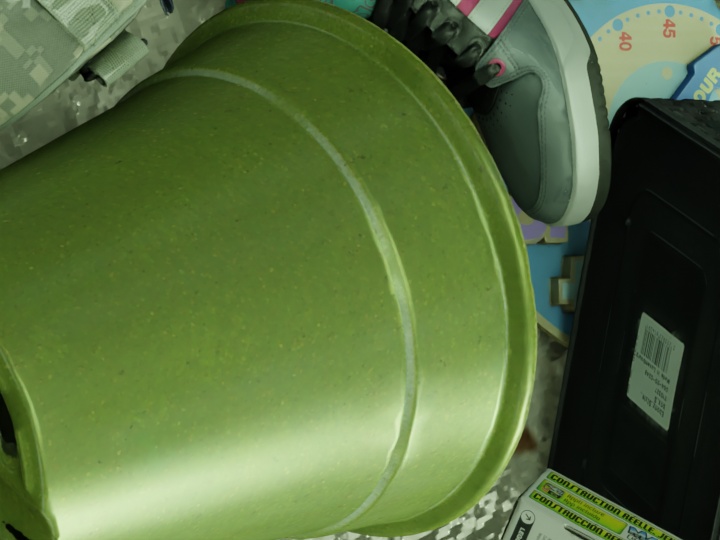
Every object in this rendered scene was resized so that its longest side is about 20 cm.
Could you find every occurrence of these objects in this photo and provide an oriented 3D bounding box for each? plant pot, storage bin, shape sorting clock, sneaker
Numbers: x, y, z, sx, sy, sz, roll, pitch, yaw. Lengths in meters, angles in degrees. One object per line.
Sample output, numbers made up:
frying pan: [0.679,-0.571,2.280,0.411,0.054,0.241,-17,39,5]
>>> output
plant pot: [-0.075,0.027,0.905,0.190,0.199,0.201,-23,101,-43]
storage bin: [0.151,0.043,1.054,0.093,0.135,0.201,0,111,-23]
shape sorting clock: [0.128,-0.058,1.127,0.199,0.039,0.201,0,90,-28]
sneaker: [0.013,-0.101,1.028,0.120,0.084,0.201,-16,79,-24]

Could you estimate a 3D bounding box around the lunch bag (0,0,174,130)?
lunch bag: [-0.173,-0.130,0.898,0.200,0.168,0.140,44,72,-21]

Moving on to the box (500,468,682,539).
box: [0.076,0.187,1.019,0.110,0.035,0.201,28,114,13]
